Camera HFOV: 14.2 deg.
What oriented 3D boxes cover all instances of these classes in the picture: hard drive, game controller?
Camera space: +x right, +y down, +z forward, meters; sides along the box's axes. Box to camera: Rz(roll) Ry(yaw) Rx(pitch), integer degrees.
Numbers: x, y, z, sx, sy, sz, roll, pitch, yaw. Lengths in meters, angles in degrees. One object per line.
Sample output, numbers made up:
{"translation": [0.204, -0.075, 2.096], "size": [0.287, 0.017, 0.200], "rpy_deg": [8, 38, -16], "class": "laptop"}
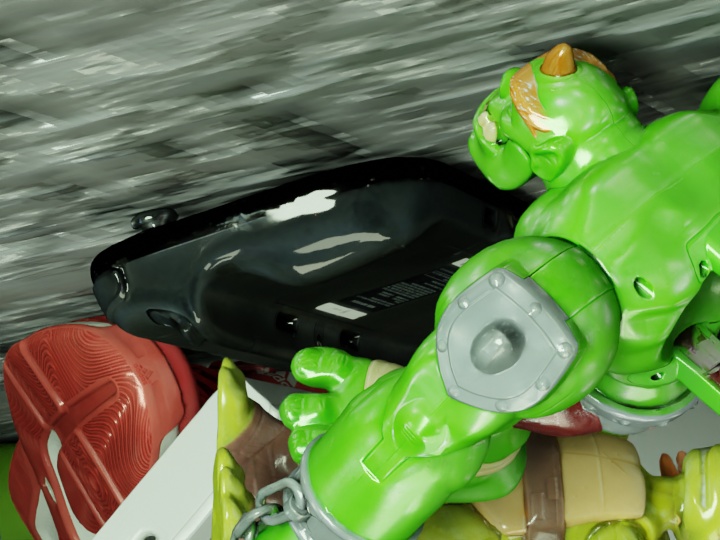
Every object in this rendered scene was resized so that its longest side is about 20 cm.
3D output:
{"translation": [-0.043, 0.099, 0.991], "size": [0.132, 0.027, 0.200], "rpy_deg": [-50, 163, 6], "class": "hard drive"}
{"translation": [0.000, 0.000, 0.855], "size": [0.104, 0.042, 0.200], "rpy_deg": [-27, 166, 14], "class": "game controller"}

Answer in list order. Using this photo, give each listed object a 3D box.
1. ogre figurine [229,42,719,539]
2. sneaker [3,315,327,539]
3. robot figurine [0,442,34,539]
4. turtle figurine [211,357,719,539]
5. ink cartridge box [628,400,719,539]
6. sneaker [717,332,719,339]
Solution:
{"translation": [0.060, 0.006, 0.702], "size": [0.200, 0.098, 0.120], "rpy_deg": [-14, 159, -27], "class": "ogre figurine"}
{"translation": [-0.058, 0.043, 1.005], "size": [0.115, 0.078, 0.200], "rpy_deg": [-29, 171, -21], "class": "sneaker"}
{"translation": [-0.154, 0.131, 1.202], "size": [0.200, 0.116, 0.175], "rpy_deg": [-3, -165, -31], "class": "robot figurine"}
{"translation": [0.041, 0.056, 0.788], "size": [0.161, 0.200, 0.064], "rpy_deg": [2, 132, -2], "class": "turtle figurine"}
{"translation": [0.112, 0.078, 1.069], "size": [0.146, 0.084, 0.200], "rpy_deg": [23, 172, 6], "class": "ink cartridge box"}
{"translation": [0.187, 0.042, 1.065], "size": [0.074, 0.088, 0.200], "rpy_deg": [-11, 171, -22], "class": "sneaker"}
